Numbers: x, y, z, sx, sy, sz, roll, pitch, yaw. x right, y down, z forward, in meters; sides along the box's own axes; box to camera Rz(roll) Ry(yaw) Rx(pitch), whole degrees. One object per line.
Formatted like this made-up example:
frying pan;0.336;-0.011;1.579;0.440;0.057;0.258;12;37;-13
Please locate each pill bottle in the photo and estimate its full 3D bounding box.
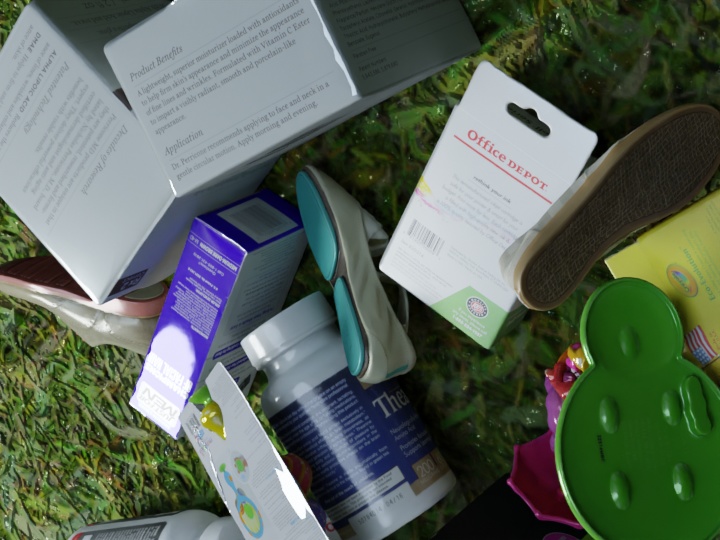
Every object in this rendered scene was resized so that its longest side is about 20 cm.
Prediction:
pill bottle;-0.015;0.123;1.375;0.111;0.111;0.201;-35;86;35
pill bottle;-0.180;0.285;1.529;0.198;0.116;0.117;-13;98;35

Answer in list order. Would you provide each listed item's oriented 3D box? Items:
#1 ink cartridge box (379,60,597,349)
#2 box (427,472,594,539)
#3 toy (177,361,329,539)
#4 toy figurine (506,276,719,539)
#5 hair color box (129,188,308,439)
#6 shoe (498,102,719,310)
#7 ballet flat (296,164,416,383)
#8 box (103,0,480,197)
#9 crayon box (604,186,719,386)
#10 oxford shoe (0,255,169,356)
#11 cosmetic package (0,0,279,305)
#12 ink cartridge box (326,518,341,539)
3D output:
ink cartridge box;0.109;-0.057;1.265;0.117;0.067;0.201;36;122;17
box;0.111;0.280;1.290;0.148;0.199;0.125;32;121;19
toy;-0.070;0.175;1.341;0.201;0.047;0.115;55;144;11
toy figurine;0.172;0.120;1.234;0.184;0.148;0.203;151;112;-68
hair color box;-0.121;0.037;1.417;0.064;0.109;0.202;32;119;20
shoe;0.180;-0.053;1.187;0.200;0.053;0.070;-40;112;-4
ballet flat;0.000;0.000;1.349;0.069;0.069;0.202;-35;60;35
box;-0.050;-0.171;1.251;0.198;0.200;0.132;-24;94;36
crayon box;0.289;-0.006;1.176;0.199;0.051;0.128;-32;87;35
oxford shoe;-0.267;0.036;1.536;0.198;0.070;0.076;15;118;29
cosmetic package;-0.200;-0.112;1.387;0.200;0.164;0.165;45;123;11
ink cartridge box;-0.022;0.319;1.413;0.201;0.146;0.083;50;136;8
